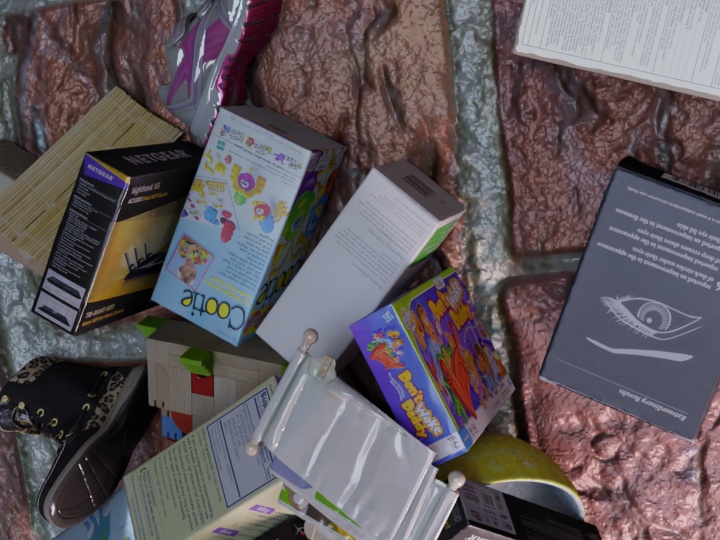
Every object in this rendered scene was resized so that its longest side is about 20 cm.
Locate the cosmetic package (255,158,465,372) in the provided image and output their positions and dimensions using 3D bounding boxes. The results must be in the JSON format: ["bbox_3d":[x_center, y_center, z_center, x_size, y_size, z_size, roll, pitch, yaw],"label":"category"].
[{"bbox_3d":[0.000,0.000,1.086,0.085,0.108,0.201,38,110,9],"label":"cosmetic package"}]

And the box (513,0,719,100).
[{"bbox_3d":[0.240,-0.207,0.977,0.198,0.078,0.096,18,104,16],"label":"box"}]

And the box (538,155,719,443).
[{"bbox_3d":[0.260,0.022,1.001,0.147,0.104,0.202,23,106,14],"label":"box"}]

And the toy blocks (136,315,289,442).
[{"bbox_3d":[-0.138,0.134,1.173,0.198,0.100,0.138,9,113,18],"label":"toy blocks"}]

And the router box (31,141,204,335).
[{"bbox_3d":[-0.215,-0.036,1.097,0.052,0.200,0.159,27,107,13],"label":"router box"}]

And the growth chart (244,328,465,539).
[{"bbox_3d":[-0.011,0.166,0.947,0.200,0.018,0.145,40,108,20],"label":"growth chart"}]

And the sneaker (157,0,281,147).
[{"bbox_3d":[-0.143,-0.226,1.113,0.088,0.081,0.202,27,106,11],"label":"sneaker"}]

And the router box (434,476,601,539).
[{"bbox_3d":[0.101,0.265,1.012,0.157,0.199,0.053,-44,41,27],"label":"router box"}]

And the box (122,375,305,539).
[{"bbox_3d":[-0.092,0.208,1.103,0.199,0.175,0.097,-34,56,21],"label":"box"}]

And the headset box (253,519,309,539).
[{"bbox_3d":[-0.021,0.345,1.058,0.077,0.148,0.202,-34,55,30],"label":"headset box"}]

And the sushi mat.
[{"bbox_3d":[-0.278,-0.096,1.150,0.095,0.012,0.200,36,68,13],"label":"sushi mat"}]

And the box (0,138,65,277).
[{"bbox_3d":[-0.332,-0.056,1.200,0.199,0.095,0.078,31,108,13],"label":"box"}]

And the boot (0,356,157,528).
[{"bbox_3d":[-0.311,0.167,1.188,0.149,0.201,0.074,8,138,22],"label":"boot"}]

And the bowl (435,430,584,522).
[{"bbox_3d":[0.098,0.210,1.073,0.199,0.200,0.108,-37,45,20],"label":"bowl"}]

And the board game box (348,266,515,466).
[{"bbox_3d":[0.070,0.080,1.025,0.044,0.200,0.136,-28,90,21],"label":"board game box"}]

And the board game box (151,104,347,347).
[{"bbox_3d":[-0.107,-0.047,1.117,0.104,0.103,0.202,27,106,13],"label":"board game box"}]

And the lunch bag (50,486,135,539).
[{"bbox_3d":[-0.224,0.337,1.192,0.169,0.127,0.201,-36,74,21],"label":"lunch bag"}]
